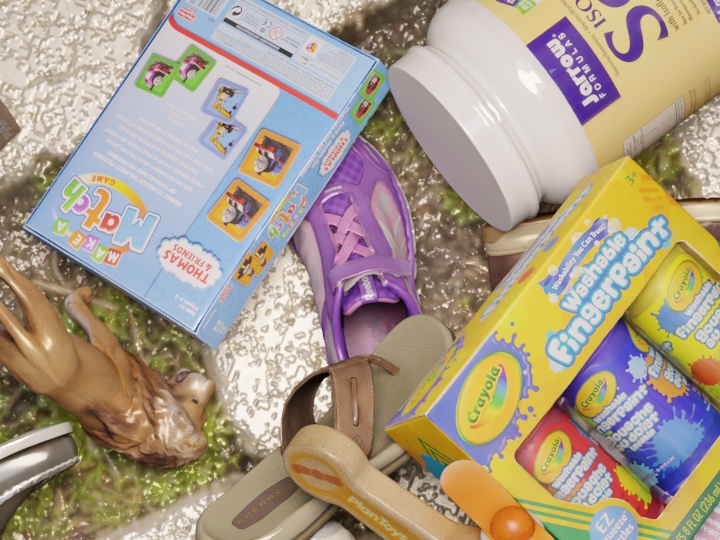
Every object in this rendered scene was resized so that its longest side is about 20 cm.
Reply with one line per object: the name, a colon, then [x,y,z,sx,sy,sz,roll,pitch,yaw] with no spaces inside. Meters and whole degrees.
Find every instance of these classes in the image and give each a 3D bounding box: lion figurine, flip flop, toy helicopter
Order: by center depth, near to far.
toy helicopter: [0.046,0.147,1.466,0.200,0.132,0.079,36,57,-3]
flip flop: [-0.020,0.090,1.543,0.200,0.081,0.058,-39,123,-22]
lion figurine: [-0.173,0.055,1.614,0.072,0.200,0.123,-46,57,15]

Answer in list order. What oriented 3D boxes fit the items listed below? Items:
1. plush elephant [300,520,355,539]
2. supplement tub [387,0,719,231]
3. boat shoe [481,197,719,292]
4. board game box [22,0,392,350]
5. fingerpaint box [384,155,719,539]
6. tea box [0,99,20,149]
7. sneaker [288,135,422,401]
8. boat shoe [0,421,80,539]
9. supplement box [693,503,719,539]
plush elephant: [0.024,0.243,1.587,0.154,0.165,0.201,-1,71,-17]
supplement tub: [0.131,-0.131,1.635,0.200,0.145,0.146,-37,83,-10]
boat shoe: [0.176,-0.005,1.666,0.199,0.072,0.072,-6,93,2]
board game box: [-0.094,-0.071,1.665,0.151,0.037,0.200,30,82,30]
fingerpaint box: [0.141,0.066,1.534,0.167,0.073,0.200,43,70,-8]
tea box: [-0.350,-0.102,1.653,0.200,0.134,0.197,44,84,7]
sneaker: [0.000,0.000,1.655,0.080,0.088,0.201,-15,81,0]
boat shoe: [-0.252,0.160,1.646,0.201,0.072,0.060,-31,82,3]
supplement box: [0.219,0.225,1.610,0.131,0.103,0.200,30,83,3]
